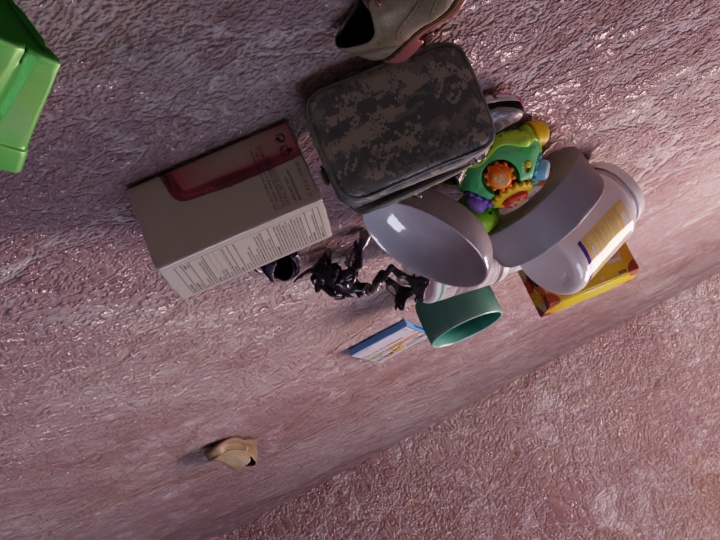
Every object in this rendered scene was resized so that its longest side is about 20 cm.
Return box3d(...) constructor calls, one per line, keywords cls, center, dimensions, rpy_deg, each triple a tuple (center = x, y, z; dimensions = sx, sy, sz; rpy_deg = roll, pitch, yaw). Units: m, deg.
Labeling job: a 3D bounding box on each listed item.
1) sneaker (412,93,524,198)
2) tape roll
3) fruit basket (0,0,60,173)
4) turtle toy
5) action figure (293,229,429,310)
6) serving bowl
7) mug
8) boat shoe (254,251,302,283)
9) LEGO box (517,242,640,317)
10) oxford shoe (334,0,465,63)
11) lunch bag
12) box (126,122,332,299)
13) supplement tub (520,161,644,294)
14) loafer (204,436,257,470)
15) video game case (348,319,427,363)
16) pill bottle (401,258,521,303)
box3d(cls="sneaker", center=(0.126, -0.155, 1.344), dimensions=(0.200, 0.088, 0.074), rpy_deg=(-25, 163, 1))
box3d(cls="tape roll", center=(0.266, -0.095, 1.574), dimensions=(0.200, 0.066, 0.200), rpy_deg=(-40, -166, 12))
box3d(cls="fruit basket", center=(-0.336, -0.114, 0.730), dimensions=(0.216, 0.156, 0.216), rpy_deg=(-33, 157, -16))
box3d(cls="turtle toy", center=(0.189, -0.127, 1.487), dimensions=(0.146, 0.101, 0.200), rpy_deg=(-14, 160, -30))
box3d(cls="action figure", center=(0.000, 0.000, 1.624), dimensions=(0.200, 0.102, 0.119), rpy_deg=(11, 159, -18))
box3d(cls="serving bowl", center=(0.105, -0.059, 1.495), dimensions=(0.066, 0.200, 0.200), rpy_deg=(-58, 174, -22))
box3d(cls="mug", center=(0.185, 0.067, 2.031), dimensions=(0.152, 0.114, 0.185), rpy_deg=(-26, 163, 5))
box3d(cls="boat shoe", center=(-0.122, -0.015, 1.416), dimensions=(0.075, 0.093, 0.200), rpy_deg=(-22, 162, -9))
box3d(cls="LEGO box", center=(0.409, -0.019, 2.016), dimensions=(0.200, 0.149, 0.077), rpy_deg=(-20, 163, -11))
box3d(cls="oxford shoe", center=(0.043, -0.257, 0.970), dimensions=(0.075, 0.071, 0.200), rpy_deg=(-7, 155, -31))
box3d(cls="lunch bag", center=(0.046, -0.154, 1.180), dimensions=(0.200, 0.139, 0.168), rpy_deg=(-23, 179, -2))
box3d(cls="box", center=(-0.146, -0.066, 1.207), dimensions=(0.200, 0.109, 0.128), rpy_deg=(-23, 163, -3))
box3d(cls="supplement tub", center=(0.360, -0.072, 1.723), dimensions=(0.200, 0.145, 0.145), rpy_deg=(-43, 172, -26))
box3d(cls="loafer", center=(-0.309, 0.454, 2.584), dimensions=(0.076, 0.067, 0.200), rpy_deg=(-32, 161, 22))
box3d(cls="video game case", center=(0.070, 0.159, 2.308), dimensions=(0.143, 0.018, 0.200), rpy_deg=(-29, 162, 13))
box3d(cls="pill bottle", center=(0.179, -0.023, 1.760), dimensions=(0.200, 0.113, 0.113), rpy_deg=(-16, 161, -26))
